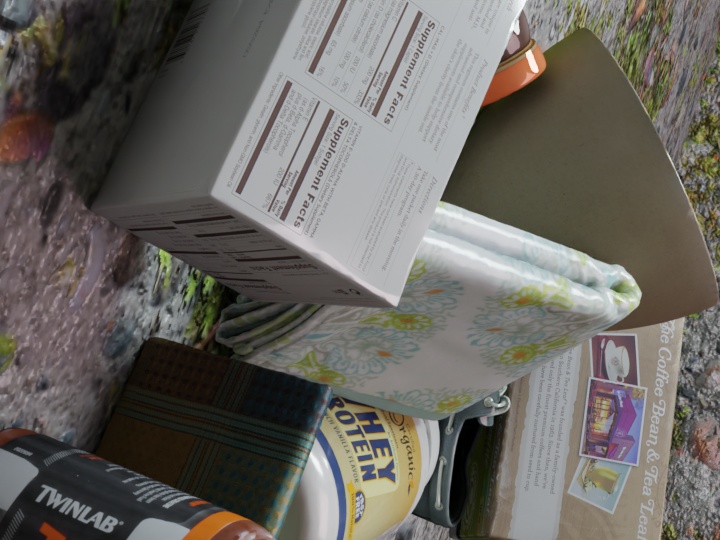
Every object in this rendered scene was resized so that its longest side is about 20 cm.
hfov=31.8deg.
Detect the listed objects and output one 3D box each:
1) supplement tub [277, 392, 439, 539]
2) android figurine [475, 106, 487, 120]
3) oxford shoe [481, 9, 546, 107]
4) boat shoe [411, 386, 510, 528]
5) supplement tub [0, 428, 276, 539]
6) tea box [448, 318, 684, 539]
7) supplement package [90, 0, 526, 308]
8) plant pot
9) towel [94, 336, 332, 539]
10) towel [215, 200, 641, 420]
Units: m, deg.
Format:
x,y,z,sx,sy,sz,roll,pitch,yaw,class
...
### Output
x,y,z,sx,sy,sz,roll,pitch,yaw,class
-0.041,0.129,0.840,0.200,0.144,0.145,-15,122,-62,supplement tub
0.089,-0.196,0.876,0.200,0.041,0.183,65,35,-75,android figurine
0.010,-0.117,0.780,0.071,0.199,0.073,-98,162,-70,oxford shoe
0.085,0.095,0.925,0.073,0.062,0.201,10,108,-56,boat shoe
-0.109,0.154,0.604,0.107,0.199,0.108,-46,145,-47,supplement tub
0.162,0.128,1.022,0.197,0.133,0.201,114,-14,-76,tea box
-0.023,-0.095,0.638,0.111,0.155,0.201,31,75,-27,supplement package
0.129,-0.040,0.837,0.200,0.134,0.201,-25,90,-85,plant pot
-0.106,0.142,0.697,0.022,0.146,0.201,42,66,-50,towel
0.039,0.029,0.739,0.199,0.171,0.048,16,56,-37,towel
